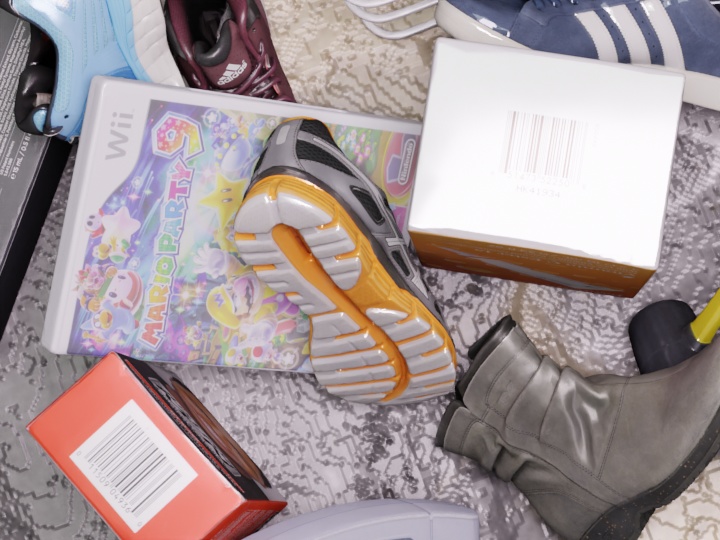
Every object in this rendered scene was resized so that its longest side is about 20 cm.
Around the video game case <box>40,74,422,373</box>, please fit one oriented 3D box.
[{"bbox_3d":[-0.062,-0.019,1.285,0.200,0.018,0.144,6,102,-32],"label":"video game case"}]

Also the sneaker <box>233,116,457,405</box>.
[{"bbox_3d":[0.000,0.000,1.275,0.078,0.200,0.077,-10,48,18],"label":"sneaker"}]

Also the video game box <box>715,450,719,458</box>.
[{"bbox_3d":[0.240,0.015,1.246,0.047,0.200,0.183,21,86,-4],"label":"video game box"}]

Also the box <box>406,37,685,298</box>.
[{"bbox_3d":[0.094,-0.048,1.260,0.124,0.200,0.098,9,86,4],"label":"box"}]

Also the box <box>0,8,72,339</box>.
[{"bbox_3d":[-0.239,-0.063,1.344,0.141,0.079,0.200,20,86,1],"label":"box"}]

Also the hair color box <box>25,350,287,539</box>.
[{"bbox_3d":[-0.100,0.101,1.258,0.061,0.200,0.102,-42,84,-1],"label":"hair color box"}]

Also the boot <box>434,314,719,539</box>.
[{"bbox_3d":[0.118,0.067,1.266,0.131,0.200,0.068,37,45,3],"label":"boot"}]

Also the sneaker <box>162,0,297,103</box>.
[{"bbox_3d":[-0.064,-0.081,1.316,0.076,0.116,0.200,-25,83,1],"label":"sneaker"}]

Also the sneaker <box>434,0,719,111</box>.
[{"bbox_3d":[0.136,-0.143,1.297,0.199,0.075,0.085,6,113,-26],"label":"sneaker"}]

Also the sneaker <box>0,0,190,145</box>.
[{"bbox_3d":[-0.141,-0.088,1.289,0.090,0.078,0.200,-29,122,-17],"label":"sneaker"}]

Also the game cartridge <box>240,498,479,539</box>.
[{"bbox_3d":[-0.017,0.190,1.255,0.200,0.041,0.134,-14,105,-37],"label":"game cartridge"}]

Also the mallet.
[{"bbox_3d":[0.198,-0.009,1.273,0.041,0.066,0.200,6,128,-27],"label":"mallet"}]

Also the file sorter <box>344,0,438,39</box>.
[{"bbox_3d":[0.028,-0.211,1.284,0.124,0.200,0.139,-21,84,5],"label":"file sorter"}]
